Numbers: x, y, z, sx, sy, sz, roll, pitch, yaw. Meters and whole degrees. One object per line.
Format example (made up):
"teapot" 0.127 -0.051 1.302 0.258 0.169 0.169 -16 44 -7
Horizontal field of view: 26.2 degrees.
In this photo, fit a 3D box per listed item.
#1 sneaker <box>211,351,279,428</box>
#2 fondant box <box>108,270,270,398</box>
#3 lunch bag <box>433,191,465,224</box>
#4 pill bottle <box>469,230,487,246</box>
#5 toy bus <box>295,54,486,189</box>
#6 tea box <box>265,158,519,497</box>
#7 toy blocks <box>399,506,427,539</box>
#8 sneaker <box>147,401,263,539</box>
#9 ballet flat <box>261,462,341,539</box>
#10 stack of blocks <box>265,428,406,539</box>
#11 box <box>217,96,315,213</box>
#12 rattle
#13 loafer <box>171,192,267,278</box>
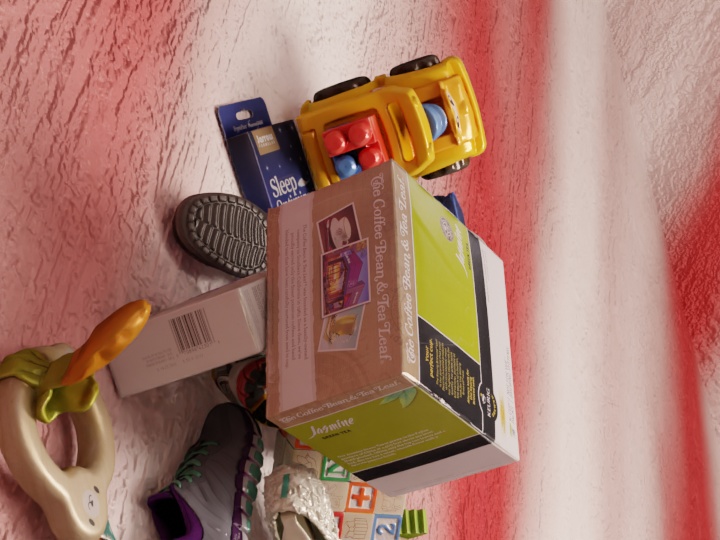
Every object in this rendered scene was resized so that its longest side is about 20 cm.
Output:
"sneaker" -0.062 0.119 1.471 0.200 0.082 0.078 36 81 -46
"fondant box" -0.113 0.043 1.343 0.200 0.143 0.059 -24 94 -66
"lunch bag" 0.069 0.021 1.788 0.136 0.131 0.202 47 32 -76
"pill bottle" 0.083 0.052 1.606 0.201 0.113 0.115 93 2 -49
"toy bus" 0.029 -0.148 1.663 0.192 0.198 0.137 -53 126 -80
"tea box" 0.027 0.053 1.289 0.197 0.133 0.202 40 39 -46
"toy blocks" -0.013 0.258 1.522 0.136 0.099 0.202 26 51 -45
"sneaker" -0.135 0.180 1.308 0.087 0.074 0.201 33 34 -29
"ballet flat" -0.042 0.259 1.331 0.072 0.071 0.202 -66 142 -56
"stack of blocks" -0.025 0.224 1.409 0.059 0.114 0.202 -144 -120 -69
"box" -0.086 -0.085 1.628 0.121 0.032 0.202 -29 101 -66
"rattle" -0.180 0.140 1.151 0.130 0.141 0.202 26 44 -83
"loafer" -0.112 -0.022 1.495 0.199 0.070 0.074 23 74 -45
